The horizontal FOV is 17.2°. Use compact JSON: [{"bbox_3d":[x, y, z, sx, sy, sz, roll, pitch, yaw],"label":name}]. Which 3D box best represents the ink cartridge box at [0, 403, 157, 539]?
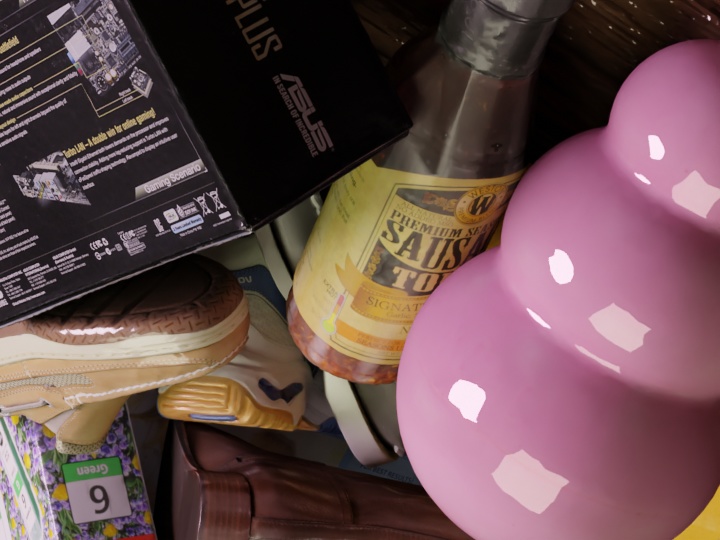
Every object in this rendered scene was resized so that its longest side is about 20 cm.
[{"bbox_3d":[-0.133,0.130,1.085,0.050,0.201,0.109,-6,162,-27],"label":"ink cartridge box"}]

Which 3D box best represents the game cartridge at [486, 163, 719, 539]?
[{"bbox_3d":[0.136,0.053,0.944,0.200,0.032,0.177,19,132,16],"label":"game cartridge"}]

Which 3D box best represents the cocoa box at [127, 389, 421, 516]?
[{"bbox_3d":[-0.044,0.145,1.198,0.200,0.134,0.131,15,150,22],"label":"cocoa box"}]

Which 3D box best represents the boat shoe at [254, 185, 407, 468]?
[{"bbox_3d":[0.000,-0.002,0.994,0.060,0.072,0.202,-13,127,14],"label":"boat shoe"}]

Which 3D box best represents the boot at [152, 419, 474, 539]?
[{"bbox_3d":[0.010,0.114,1.080,0.199,0.064,0.186,7,-174,-13],"label":"boot"}]

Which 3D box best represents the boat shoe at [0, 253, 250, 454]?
[{"bbox_3d":[-0.117,0.039,0.983,0.200,0.072,0.076,-1,114,42],"label":"boat shoe"}]

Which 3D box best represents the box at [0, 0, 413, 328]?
[{"bbox_3d":[-0.100,-0.082,0.865,0.200,0.086,0.164,-20,101,53],"label":"box"}]

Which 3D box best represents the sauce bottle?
[{"bbox_3d":[0.027,-0.041,0.867,0.066,0.066,0.200,26,135,3],"label":"sauce bottle"}]

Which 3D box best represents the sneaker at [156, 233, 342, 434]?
[{"bbox_3d":[-0.040,0.027,1.066,0.075,0.088,0.200,5,176,4],"label":"sneaker"}]

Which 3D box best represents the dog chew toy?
[{"bbox_3d":[0.096,0.007,0.835,0.124,0.125,0.200,28,113,-1],"label":"dog chew toy"}]
